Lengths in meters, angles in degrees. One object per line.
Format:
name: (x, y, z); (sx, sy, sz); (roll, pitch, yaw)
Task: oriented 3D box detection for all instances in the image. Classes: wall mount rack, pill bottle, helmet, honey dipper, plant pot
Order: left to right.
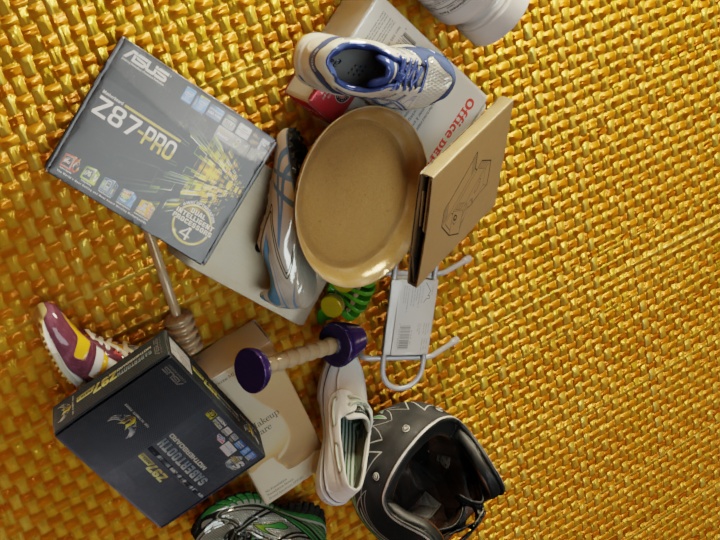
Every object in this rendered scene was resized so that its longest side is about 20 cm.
honey dipper: (-0.226, 0.003, 1.119); (0.037, 0.038, 0.204); (-21, 113, -18)
plant pot: (-0.002, -0.082, 1.084); (0.197, 0.027, 0.205); (-15, 113, -38)
helmet: (0.073, 0.271, 1.274); (0.200, 0.200, 0.191); (-43, 85, -7)
wall mount rack: (0.077, 0.049, 1.271); (0.170, 0.074, 0.205); (0, 108, -23)
pill bottle: (0.100, -0.356, 1.108); (0.199, 0.113, 0.114); (36, 90, -33)

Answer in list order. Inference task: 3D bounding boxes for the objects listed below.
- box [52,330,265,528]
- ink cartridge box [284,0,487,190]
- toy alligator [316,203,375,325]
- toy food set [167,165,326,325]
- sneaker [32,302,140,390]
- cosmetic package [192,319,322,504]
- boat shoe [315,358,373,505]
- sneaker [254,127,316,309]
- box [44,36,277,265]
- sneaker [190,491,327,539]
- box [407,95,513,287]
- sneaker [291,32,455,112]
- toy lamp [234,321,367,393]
box: (-0.223, 0.184, 1.096); (0.156, 0.051, 0.201); (-33, 125, 3)
ink cartridge box: (0.033, -0.206, 1.145); (0.199, 0.084, 0.146); (35, 89, -31)
toy alligator: (0.000, 0.000, 1.184); (0.054, 0.060, 0.202); (28, 124, 4)
toy food set: (-0.112, -0.041, 1.153); (0.198, 0.060, 0.145); (29, 94, -23)
sneaker: (-0.290, 0.098, 1.099); (0.089, 0.075, 0.202); (-33, 128, -10)
cosmetic package: (-0.125, 0.177, 1.209); (0.104, 0.071, 0.203); (-32, 119, -13)
boat shoe: (-0.010, 0.189, 1.213); (0.073, 0.066, 0.204); (19, 58, -33)
sneaker: (-0.087, -0.057, 1.091); (0.071, 0.072, 0.205); (2, 97, 16)
box: (-0.213, -0.126, 1.047); (0.198, 0.049, 0.163); (33, 90, -19)
sneaker: (-0.123, 0.341, 1.249); (0.197, 0.086, 0.078); (13, 130, -29)
box: (0.121, -0.096, 1.176); (0.200, 0.021, 0.166); (-45, 150, -40)
sneaker: (0.027, -0.207, 1.042); (0.196, 0.088, 0.077); (0, 105, -27)
toy lamp: (-0.064, 0.100, 1.158); (0.198, 0.057, 0.060); (-13, 116, -49)
